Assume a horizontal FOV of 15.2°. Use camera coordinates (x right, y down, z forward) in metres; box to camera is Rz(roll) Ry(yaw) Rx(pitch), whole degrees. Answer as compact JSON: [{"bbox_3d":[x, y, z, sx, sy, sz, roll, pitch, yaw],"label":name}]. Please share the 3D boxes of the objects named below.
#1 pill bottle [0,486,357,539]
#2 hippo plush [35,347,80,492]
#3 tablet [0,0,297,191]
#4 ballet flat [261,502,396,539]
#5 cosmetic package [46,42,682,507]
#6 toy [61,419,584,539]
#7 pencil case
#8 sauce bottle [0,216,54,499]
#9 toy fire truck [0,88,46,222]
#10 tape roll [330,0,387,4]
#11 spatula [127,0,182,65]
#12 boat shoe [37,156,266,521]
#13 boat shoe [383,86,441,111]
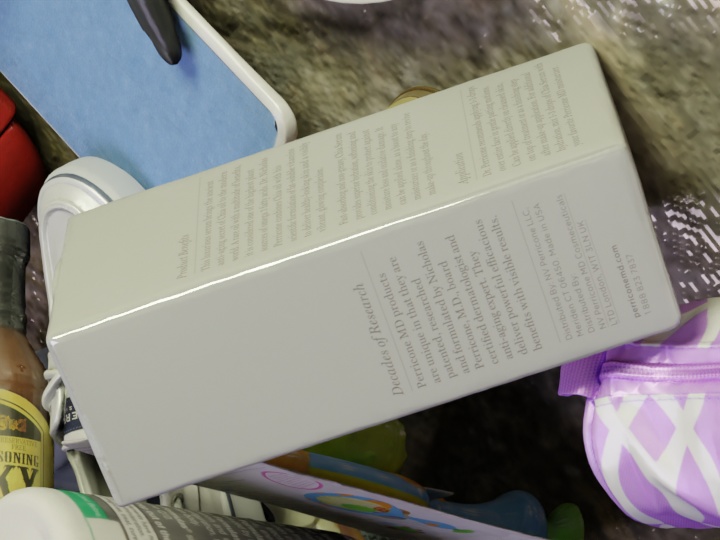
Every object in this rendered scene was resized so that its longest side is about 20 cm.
[{"bbox_3d":[-0.051,0.151,1.032,0.113,0.199,0.114,-24,61,52],"label":"pill bottle"},{"bbox_3d":[-0.134,0.137,1.178,0.160,0.199,0.161,-55,46,18],"label":"hippo plush"},{"bbox_3d":[-0.098,-0.084,1.089,0.200,0.014,0.131,46,145,23],"label":"tablet"},{"bbox_3d":[-0.021,0.114,1.152,0.200,0.074,0.074,41,143,14],"label":"ballet flat"},{"bbox_3d":[0.000,0.000,0.914,0.199,0.102,0.072,-18,113,6],"label":"cosmetic package"},{"bbox_3d":[-0.002,0.074,1.040,0.199,0.048,0.115,21,164,-21],"label":"toy"},{"bbox_3d":[0.165,0.044,0.861,0.199,0.085,0.085,-8,157,43],"label":"pencil case"},{"bbox_3d":[-0.158,0.079,1.106,0.065,0.064,0.202,-25,63,53],"label":"sauce bottle"},{"bbox_3d":[-0.206,-0.007,1.226,0.200,0.129,0.175,47,152,-25],"label":"toy fire truck"},{"bbox_3d":[-0.022,-0.189,0.922,0.202,0.037,0.204,29,139,29],"label":"tape roll"},{"bbox_3d":[-0.104,-0.172,1.008,0.057,0.020,0.201,-137,29,-78],"label":"spatula"},{"bbox_3d":[-0.094,0.054,1.098,0.073,0.065,0.201,-21,92,45],"label":"boat shoe"},{"bbox_3d":[-0.010,0.008,1.050,0.072,0.067,0.200,44,143,11],"label":"boat shoe"}]
